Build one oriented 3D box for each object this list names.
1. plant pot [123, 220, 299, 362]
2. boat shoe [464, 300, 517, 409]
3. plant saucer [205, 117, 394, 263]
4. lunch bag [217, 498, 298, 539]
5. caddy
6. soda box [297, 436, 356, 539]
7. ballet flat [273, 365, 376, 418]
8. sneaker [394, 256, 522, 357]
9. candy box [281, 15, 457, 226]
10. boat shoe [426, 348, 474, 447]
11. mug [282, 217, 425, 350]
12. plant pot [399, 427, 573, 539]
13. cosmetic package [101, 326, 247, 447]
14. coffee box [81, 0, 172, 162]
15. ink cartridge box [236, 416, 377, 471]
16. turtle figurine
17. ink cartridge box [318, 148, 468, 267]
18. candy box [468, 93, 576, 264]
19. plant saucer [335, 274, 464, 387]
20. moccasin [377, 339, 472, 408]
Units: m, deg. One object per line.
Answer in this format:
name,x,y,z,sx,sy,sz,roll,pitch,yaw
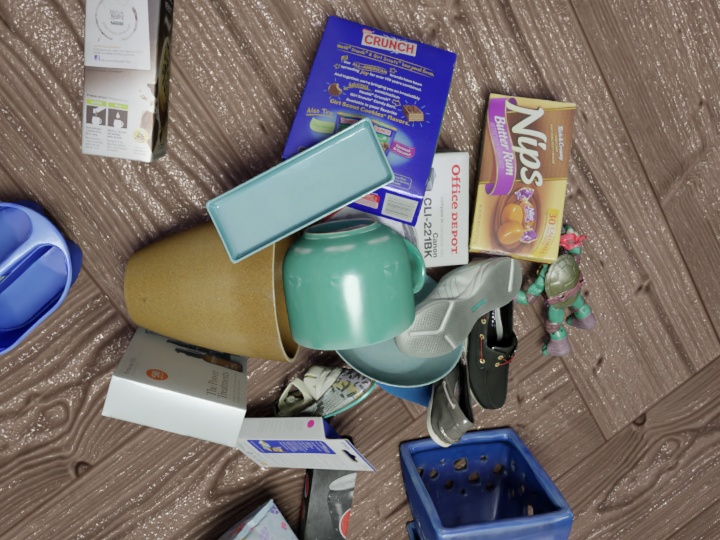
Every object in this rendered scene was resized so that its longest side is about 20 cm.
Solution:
plant pot,-0.179,0.016,0.732,0.193,0.187,0.193,-1,105,5
boat shoe,0.189,0.111,0.853,0.072,0.062,0.208,-19,109,-36
plant saucer,-0.064,-0.083,0.626,0.195,0.019,0.072,-26,94,7
lunch bag,-0.151,0.447,0.832,0.171,0.126,0.200,50,123,8
caddy,-0.430,0.009,0.703,0.199,0.105,0.142,-41,106,1
soda box,-0.052,0.354,0.884,0.068,0.063,0.207,6,103,-12
ballet flat,-0.061,0.167,0.794,0.071,0.073,0.199,38,133,-16
sneaker,0.119,0.045,0.773,0.197,0.080,0.072,-31,112,-21
candy box,0.014,-0.177,0.698,0.164,0.077,0.206,16,70,1
boat shoe,0.125,0.138,0.797,0.066,0.203,0.057,35,127,-23
mug,-0.011,0.002,0.687,0.147,0.185,0.118,-4,104,17
plant pot,0.169,0.372,0.865,0.193,0.201,0.186,-4,110,-10
cosmetic package,-0.214,0.128,0.725,0.146,0.200,0.053,16,100,-15
coffee box,-0.261,-0.235,0.674,0.077,0.113,0.207,5,103,-12
ink cartridge box,-0.079,0.232,0.792,0.194,0.038,0.095,-6,138,29
turtle figurine,0.273,0.016,0.850,0.147,0.101,0.204,-29,113,-1
ink cartridge box,0.042,-0.080,0.784,0.193,0.084,0.150,-5,104,-9
candy box,0.211,-0.120,0.781,0.113,0.056,0.207,9,88,7
plant saucer,0.041,0.074,0.789,0.194,0.205,0.039,5,139,-12
moccasin,0.073,0.147,0.858,0.198,0.069,0.081,38,107,-22
